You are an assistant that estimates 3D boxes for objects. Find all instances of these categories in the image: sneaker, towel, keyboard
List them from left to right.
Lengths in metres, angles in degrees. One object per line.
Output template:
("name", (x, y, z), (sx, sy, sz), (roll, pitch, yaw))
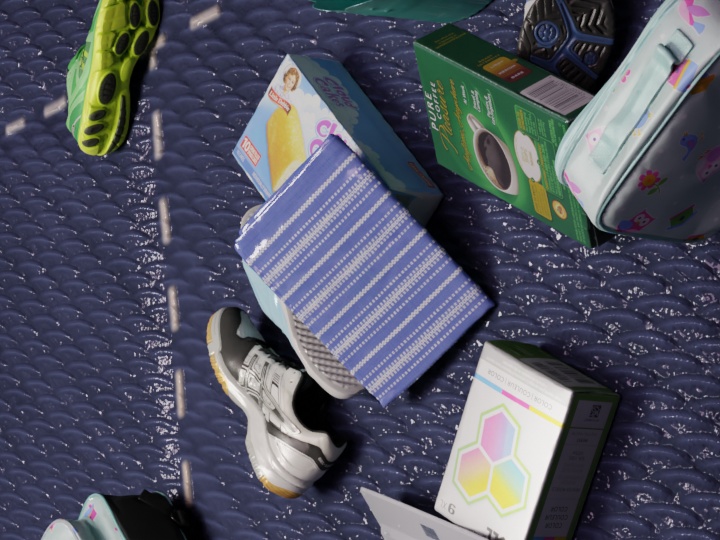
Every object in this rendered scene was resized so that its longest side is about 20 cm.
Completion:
("sneaker", (-0.267, -0.221, 2.123), (0.083, 0.074, 0.201), (31, 109, 43))
("sneaker", (-0.070, 0.105, 1.863), (0.088, 0.075, 0.201), (-39, 59, 21))
("sneaker", (-0.045, 0.036, 1.847), (0.082, 0.074, 0.201), (96, 150, -62))
("towel", (0.000, 0.000, 1.738), (0.200, 0.024, 0.145), (47, 116, 4))
("keyboard", (0.061, 0.218, 1.677), (0.200, 0.011, 0.057), (13, 131, 59))
("sneaker", (0.169, -0.224, 1.624), (0.077, 0.075, 0.201), (-77, 1, -67))

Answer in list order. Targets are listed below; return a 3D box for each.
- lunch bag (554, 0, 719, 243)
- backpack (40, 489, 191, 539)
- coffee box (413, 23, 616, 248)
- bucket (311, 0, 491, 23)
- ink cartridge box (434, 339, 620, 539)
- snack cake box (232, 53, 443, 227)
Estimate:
("lunch bag", (0.236, -0.114, 1.447), (0.201, 0.160, 0.077), (-57, 47, 29))
("backpack", (-0.241, 0.332, 1.963), (0.176, 0.153, 0.201), (51, 129, 34))
("coffee box", (0.124, -0.109, 1.625), (0.200, 0.044, 0.124), (32, 146, 48))
("bucket", (0.036, -0.306, 1.729), (0.206, 0.134, 0.209), (-7, 80, 49))
("ink cartridge box", (0.122, 0.167, 1.622), (0.104, 0.059, 0.201), (30, 108, 46))
("snack cake box", (-0.022, -0.086, 1.821), (0.200, 0.067, 0.115), (54, 125, 39))
